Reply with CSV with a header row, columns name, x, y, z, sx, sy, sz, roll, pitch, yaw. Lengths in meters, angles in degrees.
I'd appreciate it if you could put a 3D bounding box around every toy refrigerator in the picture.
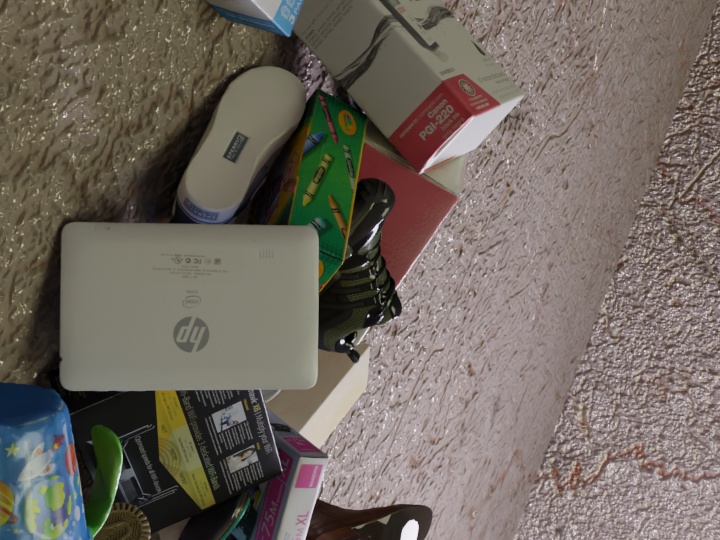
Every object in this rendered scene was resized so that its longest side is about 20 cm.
name,x,y,z,sx,sy,sz,roll,pitch,yaw
toy refrigerator,-0.064,0.149,1.379,0.200,0.076,0.070,-48,148,-54

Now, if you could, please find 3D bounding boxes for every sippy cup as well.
name,x,y,z,sx,sy,sz,roll,pitch,yaw
sippy cup,-0.259,0.154,0.881,0.178,0.139,0.131,-65,158,-75

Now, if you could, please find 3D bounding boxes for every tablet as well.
name,x,y,z,sx,sy,sz,roll,pitch,yaw
tablet,-0.132,0.029,0.959,0.014,0.199,0.130,175,-85,-81

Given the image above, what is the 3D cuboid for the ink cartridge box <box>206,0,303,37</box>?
name,x,y,z,sx,sy,sz,roll,pitch,yaw
ink cartridge box,-0.097,-0.276,0.956,0.115,0.068,0.200,-69,158,-4

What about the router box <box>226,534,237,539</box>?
name,x,y,z,sx,sy,sz,roll,pitch,yaw
router box,-0.169,0.365,1.352,0.200,0.052,0.158,10,100,-73

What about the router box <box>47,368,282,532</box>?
name,x,y,z,sx,sy,sz,roll,pitch,yaw
router box,-0.161,0.135,1.055,0.157,0.052,0.200,-22,139,-13

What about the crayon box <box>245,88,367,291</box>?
name,x,y,z,sx,sy,sz,roll,pitch,yaw
crayon box,-0.055,-0.052,1.094,0.119,0.058,0.200,-50,-158,40

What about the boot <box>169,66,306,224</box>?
name,x,y,z,sx,sy,sz,roll,pitch,yaw
boot,-0.116,-0.096,1.094,0.090,0.073,0.200,-55,-176,49

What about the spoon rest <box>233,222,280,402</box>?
name,x,y,z,sx,sy,sz,roll,pitch,yaw
spoon rest,-0.124,0.055,1.153,0.061,0.099,0.200,-103,-174,-58

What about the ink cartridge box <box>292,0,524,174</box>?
name,x,y,z,sx,sy,sz,roll,pitch,yaw
ink cartridge box,0.042,-0.202,1.164,0.085,0.200,0.146,-46,172,30

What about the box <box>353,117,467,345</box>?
name,x,y,z,sx,sy,sz,roll,pitch,yaw
box,0.008,-0.050,1.222,0.200,0.109,0.128,-56,-172,28

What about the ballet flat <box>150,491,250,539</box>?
name,x,y,z,sx,sy,sz,roll,pitch,yaw
ballet flat,-0.176,0.264,1.183,0.073,0.073,0.200,-40,168,-52

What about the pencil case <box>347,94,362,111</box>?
name,x,y,z,sx,sy,sz,roll,pitch,yaw
pencil case,0.027,-0.135,1.358,0.200,0.083,0.091,88,24,-45

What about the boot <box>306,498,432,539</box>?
name,x,y,z,sx,sy,sz,roll,pitch,yaw
boot,-0.046,0.251,1.343,0.186,0.200,0.064,1,106,-47

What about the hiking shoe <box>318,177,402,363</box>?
name,x,y,z,sx,sy,sz,roll,pitch,yaw
hiking shoe,0.000,0.000,1.145,0.076,0.100,0.200,-85,-160,-50

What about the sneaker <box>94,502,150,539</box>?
name,x,y,z,sx,sy,sz,roll,pitch,yaw
sneaker,-0.273,0.261,1.002,0.200,0.071,0.113,-19,162,-34

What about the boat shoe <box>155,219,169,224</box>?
name,x,y,z,sx,sy,sz,roll,pitch,yaw
boat shoe,-0.178,0.035,1.054,0.070,0.070,0.200,-21,139,-12

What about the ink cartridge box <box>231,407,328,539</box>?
name,x,y,z,sx,sy,sz,roll,pitch,yaw
ink cartridge box,-0.110,0.198,1.222,0.042,0.200,0.120,9,102,-34
